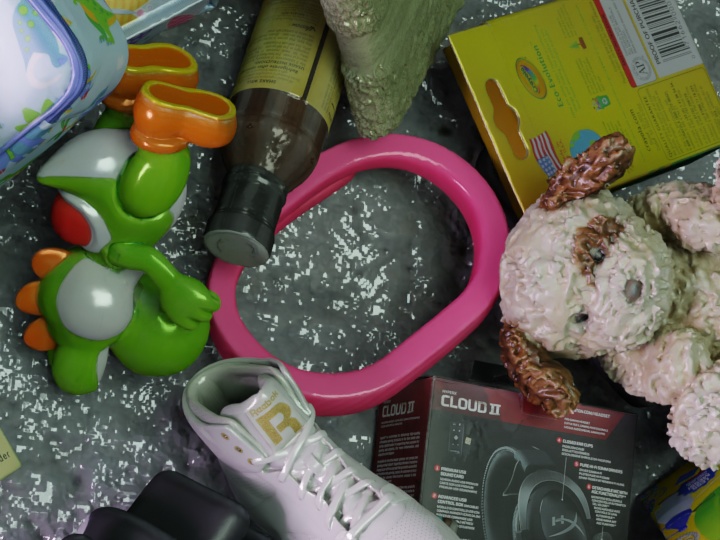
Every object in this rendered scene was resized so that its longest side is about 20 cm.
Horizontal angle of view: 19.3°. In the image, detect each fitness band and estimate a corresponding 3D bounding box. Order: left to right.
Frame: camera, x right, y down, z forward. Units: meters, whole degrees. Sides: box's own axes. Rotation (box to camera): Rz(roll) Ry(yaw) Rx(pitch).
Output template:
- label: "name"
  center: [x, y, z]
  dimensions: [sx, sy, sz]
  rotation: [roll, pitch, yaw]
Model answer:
- label: "fitness band"
  center: [0.000, 0.000, 1.270]
  dimensions: [0.200, 0.037, 0.144]
  rotation: [-38, 76, -25]

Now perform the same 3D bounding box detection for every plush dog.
- label: "plush dog"
  center: [0.163, 0.004, 1.270]
  dimensions: [0.171, 0.160, 0.201]
  rotation: [10, 97, -22]

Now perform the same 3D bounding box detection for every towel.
- label: "towel"
  center: [0.027, -0.190, 1.280]
  dimensions: [0.149, 0.036, 0.200]
  rotation: [75, 31, -47]

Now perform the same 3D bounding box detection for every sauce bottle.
- label: "sauce bottle"
  center: [-0.048, -0.096, 1.256]
  dimensions: [0.065, 0.065, 0.200]
  rotation: [29, 59, -19]

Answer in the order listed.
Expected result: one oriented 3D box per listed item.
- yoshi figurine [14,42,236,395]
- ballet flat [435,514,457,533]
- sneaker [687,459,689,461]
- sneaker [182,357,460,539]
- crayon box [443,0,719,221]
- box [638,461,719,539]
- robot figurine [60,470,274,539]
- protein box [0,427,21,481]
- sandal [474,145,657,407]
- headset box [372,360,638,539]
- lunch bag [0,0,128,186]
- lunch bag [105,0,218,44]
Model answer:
- label: "yoshi figurine"
  center: [-0.116, -0.019, 1.186]
  dimensions: [0.112, 0.200, 0.112]
  rotation: [25, 26, 12]
- label: "ballet flat"
  center: [-0.003, 0.226, 1.200]
  dimensions: [0.200, 0.067, 0.064]
  rotation: [-45, 93, 1]
- label: "sneaker"
  center: [0.240, 0.034, 1.382]
  dimensions: [0.200, 0.073, 0.112]
  rotation: [-39, 99, -45]
- label: "sneaker"
  center: [-0.027, 0.116, 1.162]
  dimensions: [0.074, 0.200, 0.116]
  rotation: [-45, 130, -19]
- label: "crayon box"
  center: [0.137, -0.109, 1.349]
  dimensions: [0.200, 0.051, 0.127]
  rotation: [-19, 85, -38]
- label: "box"
  center: [0.301, 0.154, 1.297]
  dimensions: [0.200, 0.193, 0.122]
  rotation: [-35, 101, 2]
- label: "robot figurine"
  center: [-0.127, 0.211, 1.154]
  dimensions: [0.150, 0.125, 0.200]
  rotation: [38, 72, -11]
- label: "protein box"
  center: [-0.298, 0.052, 1.054]
  dimensions: [0.135, 0.200, 0.199]
  rotation: [-32, 97, -26]
- label: "sandal"
  center: [0.143, -0.002, 1.372]
  dimensions: [0.076, 0.043, 0.200]
  rotation: [-33, 91, -34]
- label: "headset box"
  center: [0.084, 0.156, 1.295]
  dimensions: [0.148, 0.077, 0.201]
  rotation: [11, 77, -25]
- label: "lunch bag"
  center: [-0.237, -0.110, 1.112]
  dimensions: [0.161, 0.200, 0.082]
  rotation: [54, 24, -2]
- label: "lunch bag"
  center: [-0.190, -0.187, 1.188]
  dimensions: [0.200, 0.127, 0.170]
  rotation: [-27, 94, -14]
